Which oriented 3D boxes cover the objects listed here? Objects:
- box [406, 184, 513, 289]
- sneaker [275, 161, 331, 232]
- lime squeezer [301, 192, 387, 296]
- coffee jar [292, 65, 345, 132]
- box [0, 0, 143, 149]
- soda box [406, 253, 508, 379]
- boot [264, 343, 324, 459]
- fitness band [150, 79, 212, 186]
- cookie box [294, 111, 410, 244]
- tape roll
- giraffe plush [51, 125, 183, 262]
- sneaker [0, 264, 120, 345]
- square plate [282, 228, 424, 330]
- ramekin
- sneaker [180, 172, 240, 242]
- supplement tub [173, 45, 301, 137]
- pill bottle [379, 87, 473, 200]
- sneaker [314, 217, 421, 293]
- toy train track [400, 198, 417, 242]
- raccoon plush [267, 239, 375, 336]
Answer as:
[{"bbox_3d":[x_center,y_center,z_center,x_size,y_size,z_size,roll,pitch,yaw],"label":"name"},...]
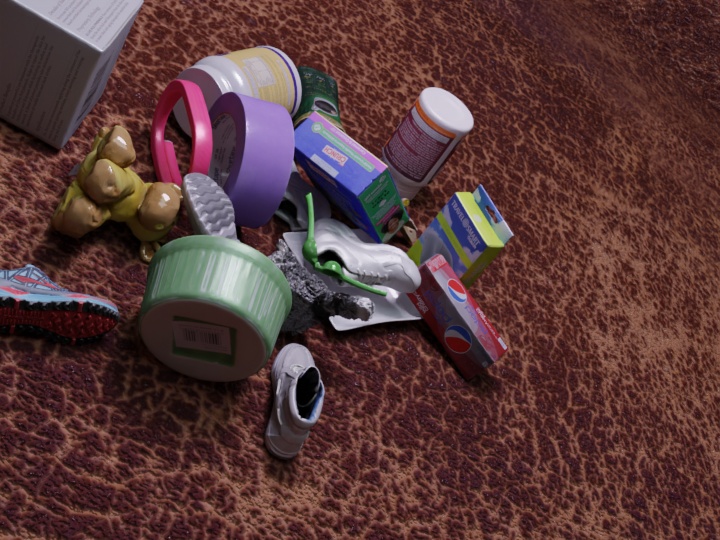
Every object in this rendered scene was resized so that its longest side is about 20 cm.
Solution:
[{"bbox_3d":[0.162,-0.037,1.713,0.047,0.200,0.122,-1,51,-40],"label":"box"},{"bbox_3d":[-0.137,-0.146,1.693,0.200,0.071,0.080,46,40,10],"label":"sneaker"},{"bbox_3d":[-0.046,-0.020,1.557,0.070,0.038,0.200,-34,83,-34],"label":"lime squeezer"},{"bbox_3d":[-0.086,-0.283,1.864,0.104,0.085,0.201,19,40,-27],"label":"coffee jar"},{"bbox_3d":[-0.463,-0.338,1.520,0.171,0.199,0.201,28,36,-12],"label":"box"},{"bbox_3d":[0.154,0.075,1.669,0.201,0.070,0.063,55,36,3],"label":"soda box"},{"bbox_3d":[-0.079,0.159,1.396,0.073,0.096,0.201,23,39,-18],"label":"boot"},{"bbox_3d":[-0.279,-0.205,1.576,0.037,0.144,0.201,8,46,-35],"label":"fitness band"},{"bbox_3d":[-0.017,-0.149,1.668,0.171,0.075,0.200,40,-7,24],"label":"cookie box"},{"bbox_3d":[-0.186,-0.170,1.569,0.084,0.200,0.201,10,45,-30],"label":"tape roll"},{"bbox_3d":[-0.331,-0.098,1.443,0.162,0.173,0.200,32,1,-24],"label":"giraffe plush"},{"bbox_3d":[-0.403,0.029,1.284,0.199,0.079,0.096,13,41,-30],"label":"sneaker"},{"bbox_3d":[-0.014,0.015,1.658,0.199,0.028,0.199,-5,55,-42],"label":"square plate"},{"bbox_3d":[-0.196,0.058,1.331,0.199,0.200,0.098,26,46,-15],"label":"ramekin"},{"bbox_3d":[-0.223,-0.044,1.469,0.075,0.082,0.201,-13,79,-51],"label":"sneaker"},{"bbox_3d":[-0.211,-0.301,1.731,0.145,0.146,0.200,47,37,12],"label":"supplement tub"},{"bbox_3d":[0.111,-0.230,1.875,0.114,0.200,0.115,23,39,-20],"label":"pill bottle"},{"bbox_3d":[0.000,0.000,1.613,0.199,0.078,0.100,23,45,-5],"label":"sneaker"},{"bbox_3d":[0.054,-0.133,1.773,0.114,0.033,0.200,27,-24,51],"label":"toy train track"},{"bbox_3d":[-0.069,0.027,1.524,0.199,0.097,0.134,12,39,4],"label":"raccoon plush"}]
